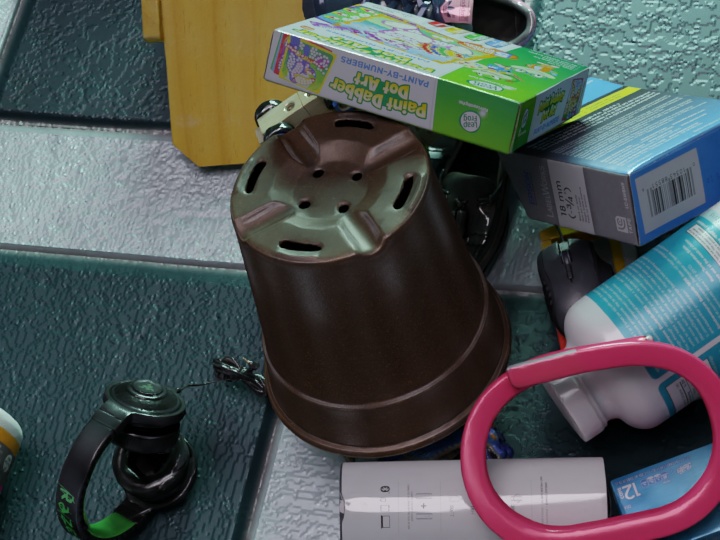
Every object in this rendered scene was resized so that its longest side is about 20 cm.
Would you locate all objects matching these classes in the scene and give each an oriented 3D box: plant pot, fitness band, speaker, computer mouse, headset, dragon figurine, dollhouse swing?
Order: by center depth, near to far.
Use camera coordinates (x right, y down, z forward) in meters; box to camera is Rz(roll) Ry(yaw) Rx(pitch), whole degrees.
[{"bbox_3d":[0.169,0.125,1.458,0.198,0.037,0.145,-12,92,6],"label":"fitness band"},{"bbox_3d":[0.085,0.180,1.519,0.198,0.081,0.082,-2,61,2],"label":"speaker"},{"bbox_3d":[0.000,0.000,1.536,0.199,0.199,0.201,-9,47,9],"label":"plant pot"},{"bbox_3d":[0.028,0.115,1.609,0.200,0.059,0.100,35,78,29],"label":"dragon figurine"},{"bbox_3d":[-0.156,0.138,1.626,0.094,0.124,0.200,24,52,26],"label":"headset"},{"bbox_3d":[0.160,-0.031,1.635,0.058,0.034,0.201,-19,58,9],"label":"computer mouse"},{"bbox_3d":[-0.074,-0.205,1.829,0.198,0.177,0.182,-4,20,16],"label":"dollhouse swing"}]

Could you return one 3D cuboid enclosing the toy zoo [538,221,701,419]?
[{"bbox_3d":[0.215,0.017,1.623,0.130,0.020,0.201,-14,59,10],"label":"toy zoo"}]

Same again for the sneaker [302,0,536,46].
[{"bbox_3d":[0.053,-0.218,1.708,0.198,0.082,0.071,3,87,-21],"label":"sneaker"}]

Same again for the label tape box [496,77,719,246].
[{"bbox_3d":[0.201,-0.089,1.617,0.144,0.064,0.200,-26,24,-28],"label":"label tape box"}]

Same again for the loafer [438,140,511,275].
[{"bbox_3d":[0.093,-0.080,1.690,0.071,0.063,0.201,10,67,23],"label":"loafer"}]

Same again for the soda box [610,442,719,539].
[{"bbox_3d":[0.289,0.159,1.497,0.199,0.064,0.068,-21,59,7],"label":"soda box"}]

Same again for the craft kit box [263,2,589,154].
[{"bbox_3d":[0.055,-0.150,1.567,0.199,0.197,0.049,18,111,16],"label":"craft kit box"}]

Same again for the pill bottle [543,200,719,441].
[{"bbox_3d":[0.229,0.042,1.527,0.199,0.111,0.111,-34,58,-2],"label":"pill bottle"}]

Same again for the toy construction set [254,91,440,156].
[{"bbox_3d":[-0.012,-0.103,1.709,0.200,0.131,0.092,-43,41,-2],"label":"toy construction set"}]

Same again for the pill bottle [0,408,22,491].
[{"bbox_3d":[-0.362,0.197,1.659,0.116,0.117,0.201,12,68,23],"label":"pill bottle"}]
